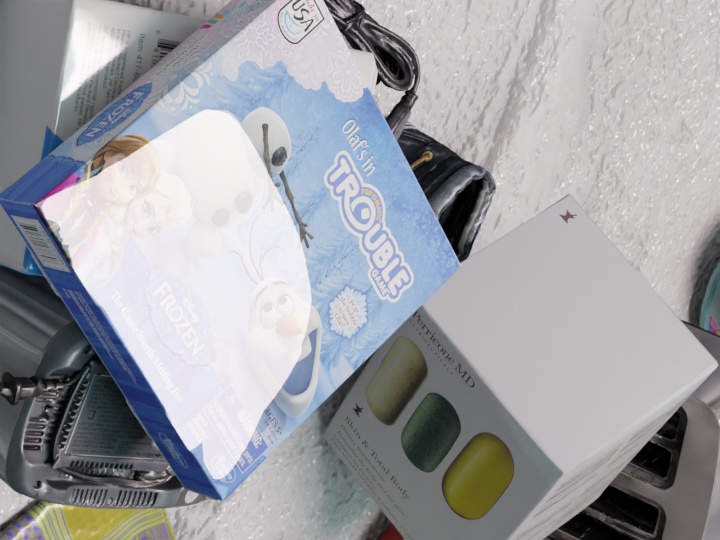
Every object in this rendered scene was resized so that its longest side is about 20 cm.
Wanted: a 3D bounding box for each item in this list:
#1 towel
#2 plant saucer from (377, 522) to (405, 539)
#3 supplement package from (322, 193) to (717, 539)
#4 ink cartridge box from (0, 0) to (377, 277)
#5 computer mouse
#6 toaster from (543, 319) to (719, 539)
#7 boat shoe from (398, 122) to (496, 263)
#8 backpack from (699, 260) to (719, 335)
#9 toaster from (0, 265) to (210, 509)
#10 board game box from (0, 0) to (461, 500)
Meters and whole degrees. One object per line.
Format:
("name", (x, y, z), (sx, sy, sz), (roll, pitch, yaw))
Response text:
("towel", (-0.193, 0.206, 1.334), (0.200, 0.023, 0.144), (-35, 136, -30))
("plant saucer", (0.040, 0.262, 1.619), (0.200, 0.037, 0.200), (-51, 142, -12))
("supplement package", (0.100, 0.086, 1.421), (0.151, 0.152, 0.200), (-31, 164, -33))
("ink cartridge box", (-0.101, -0.065, 1.169), (0.200, 0.084, 0.146), (8, 94, -38))
("computer mouse", (-0.049, -0.081, 1.287), (0.140, 0.046, 0.200), (37, 77, -36))
("toaster", (0.218, 0.135, 1.608), (0.119, 0.200, 0.181), (-25, 131, -49))
("boat shoe", (0.000, 0.000, 1.366), (0.200, 0.091, 0.071), (-57, 142, -5))
("backpack", (0.370, 0.032, 1.750), (0.176, 0.153, 0.200), (-35, 145, -32))
("toaster", (-0.161, 0.059, 1.191), (0.200, 0.129, 0.114), (8, 106, -51))
("board game box", (-0.060, -0.019, 1.126), (0.199, 0.043, 0.200), (-45, 122, -25))
